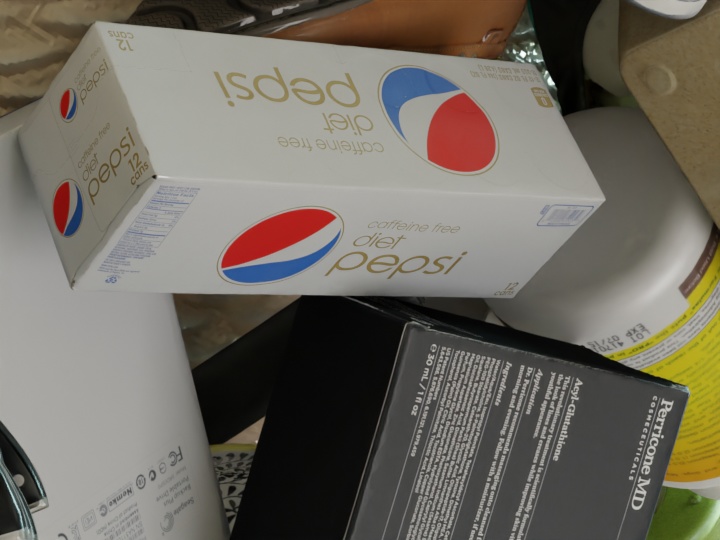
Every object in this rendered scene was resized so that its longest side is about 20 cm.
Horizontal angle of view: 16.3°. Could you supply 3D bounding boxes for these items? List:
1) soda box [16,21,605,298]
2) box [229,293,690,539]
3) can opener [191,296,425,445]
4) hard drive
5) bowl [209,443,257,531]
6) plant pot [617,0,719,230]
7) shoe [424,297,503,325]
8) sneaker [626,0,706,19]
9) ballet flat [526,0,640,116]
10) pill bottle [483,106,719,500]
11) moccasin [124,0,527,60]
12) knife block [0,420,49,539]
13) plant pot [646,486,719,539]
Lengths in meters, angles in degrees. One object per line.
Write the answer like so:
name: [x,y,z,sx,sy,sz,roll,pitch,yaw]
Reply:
soda box: [-0.014,-0.036,0.883,0.200,0.068,0.064,2,143,-39]
box: [0.024,0.119,0.947,0.141,0.079,0.200,15,94,-33]
can opener: [0.000,0.000,1.017,0.200,0.067,0.053,-38,178,5]
hard drive: [-0.107,0.046,0.890,0.132,0.025,0.200,-34,116,-52]
bowl: [-0.066,0.155,1.030,0.200,0.094,0.201,-4,103,-17]
plant pot: [0.215,-0.094,1.001,0.200,0.200,0.177,56,41,-14]
shoe: [0.026,0.087,1.129,0.091,0.071,0.200,34,86,-50]
sneaker: [0.134,-0.199,0.933,0.203,0.077,0.146,-80,-163,-45]
ballet flat: [0.119,-0.085,1.108,0.068,0.068,0.200,-40,141,-24]
pill bottle: [0.132,0.023,1.096,0.109,0.109,0.200,-51,138,-8]
moccasin: [-0.012,-0.085,0.960,0.201,0.074,0.078,-22,125,-51]
knife block: [-0.171,0.005,0.716,0.064,0.176,0.200,-38,129,-7]
plant pot: [0.131,0.183,1.246,0.200,0.200,0.193,-34,127,-28]
